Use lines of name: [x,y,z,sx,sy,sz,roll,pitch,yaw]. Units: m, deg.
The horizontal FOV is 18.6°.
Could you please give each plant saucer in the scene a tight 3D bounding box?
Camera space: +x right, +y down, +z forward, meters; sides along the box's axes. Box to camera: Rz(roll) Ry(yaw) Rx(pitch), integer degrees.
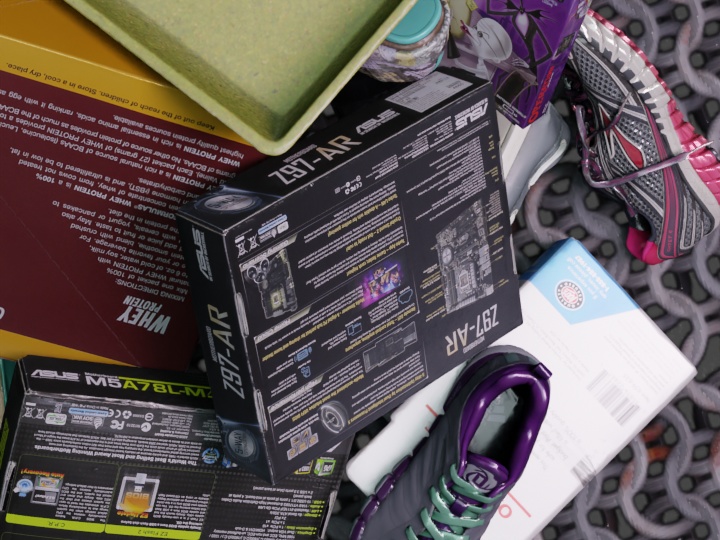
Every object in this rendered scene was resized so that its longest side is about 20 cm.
plant saucer: [-0.049,-0.178,1.173,0.199,0.048,0.200,37,79,20]

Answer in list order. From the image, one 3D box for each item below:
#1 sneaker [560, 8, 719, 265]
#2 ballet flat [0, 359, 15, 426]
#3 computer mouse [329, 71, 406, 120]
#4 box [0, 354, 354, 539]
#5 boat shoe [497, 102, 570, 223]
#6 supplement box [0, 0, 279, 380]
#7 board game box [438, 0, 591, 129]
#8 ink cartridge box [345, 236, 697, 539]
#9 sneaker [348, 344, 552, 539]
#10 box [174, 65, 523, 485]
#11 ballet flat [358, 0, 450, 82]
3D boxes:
sneaker: [0.154,-0.088,1.332,0.075,0.081,0.200,-40,111,-1]
ballet flat: [-0.237,0.085,1.326,0.067,0.070,0.202,-7,90,-4]
computer mouse: [-0.015,-0.117,1.344,0.140,0.046,0.201,-29,88,17]
box: [-0.120,0.151,1.273,0.198,0.048,0.195,7,118,-20]
boat shoe: [0.069,-0.020,1.349,0.062,0.073,0.201,31,83,-38]
supplement box: [-0.166,-0.063,1.242,0.196,0.133,0.201,16,122,-16]
board game box: [0.039,-0.182,1.221,0.200,0.121,0.032,39,44,18]
ink cartridge box: [0.094,0.089,1.352,0.200,0.067,0.116,-44,93,-3]
sneaker: [0.047,0.133,1.271,0.074,0.088,0.201,27,88,-4]
box: [0.000,0.000,1.209,0.199,0.043,0.161,-31,126,-32]
ballet flat: [-0.035,-0.163,1.232,0.200,0.072,0.072,34,87,19]
